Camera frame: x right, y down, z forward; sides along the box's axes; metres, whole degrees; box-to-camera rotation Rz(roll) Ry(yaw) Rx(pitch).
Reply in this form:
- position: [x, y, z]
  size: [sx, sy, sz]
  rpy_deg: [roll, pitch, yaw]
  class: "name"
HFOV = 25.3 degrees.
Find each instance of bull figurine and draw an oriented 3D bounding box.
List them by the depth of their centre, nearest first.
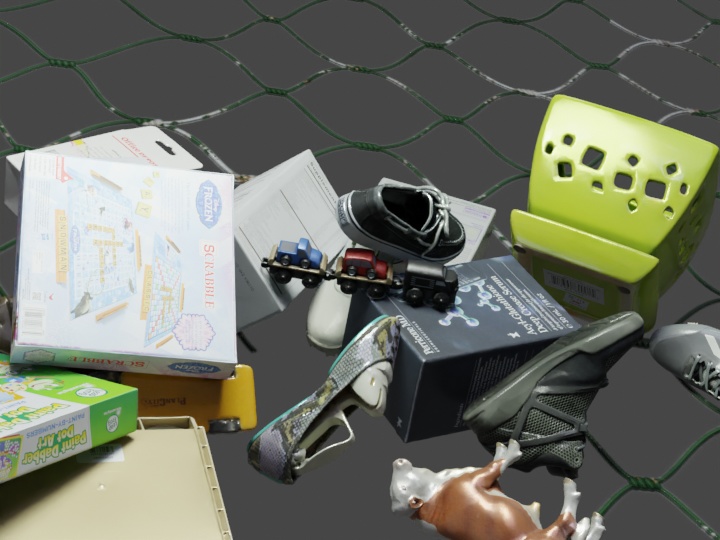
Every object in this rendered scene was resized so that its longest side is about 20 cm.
- position: [0.123, 0.220, 1.462]
  size: [0.200, 0.065, 0.121]
  rpy_deg: [36, 72, 23]
  class: "bull figurine"

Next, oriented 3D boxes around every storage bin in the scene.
- position: [-0.222, 0.215, 1.356]
  size: [0.200, 0.094, 0.199]
  rpy_deg: [0, 33, -16]
  class: "storage bin"

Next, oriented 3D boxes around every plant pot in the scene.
- position: [0.274, -0.050, 1.801]
  size: [0.200, 0.199, 0.182]
  rpy_deg: [21, 68, 17]
  class: "plant pot"

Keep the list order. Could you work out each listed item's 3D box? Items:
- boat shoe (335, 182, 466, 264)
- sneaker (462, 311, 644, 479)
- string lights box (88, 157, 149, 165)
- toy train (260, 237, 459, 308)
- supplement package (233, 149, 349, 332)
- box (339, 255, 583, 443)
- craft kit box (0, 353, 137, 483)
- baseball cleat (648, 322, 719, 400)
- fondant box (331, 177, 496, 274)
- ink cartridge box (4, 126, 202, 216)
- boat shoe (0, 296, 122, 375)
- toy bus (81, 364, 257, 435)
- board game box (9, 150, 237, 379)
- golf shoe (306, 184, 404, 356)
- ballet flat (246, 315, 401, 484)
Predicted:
- position: [0.060, -0.054, 1.642]
  size: [0.199, 0.068, 0.074]
  rpy_deg: [19, 55, -49]
  class: "boat shoe"
- position: [0.210, 0.128, 1.575]
  size: [0.199, 0.114, 0.076]
  rpy_deg: [-37, 5, -3]
  class: "sneaker"
- position: [-0.266, -0.013, 1.598]
  size: [0.103, 0.200, 0.059]
  rpy_deg: [-3, 34, -21]
  class: "string lights box"
- position: [0.000, 0.000, 1.605]
  size: [0.200, 0.046, 0.034]
  rpy_deg: [9, 33, 1]
  class: "toy train"
- position: [-0.107, -0.028, 1.718]
  size: [0.109, 0.114, 0.200]
  rpy_deg: [-24, 13, 34]
  class: "supplement package"
- position: [0.103, 0.077, 1.657]
  size: [0.200, 0.107, 0.148]
  rpy_deg: [-9, 38, -28]
  class: "box"
- position: [-0.325, 0.120, 1.347]
  size: [0.197, 0.049, 0.200]
  rpy_deg: [14, 16, 28]
  class: "craft kit box"
- position: [0.399, 0.119, 1.715]
  size: [0.200, 0.070, 0.106]
  rpy_deg: [19, 33, 14]
  class: "baseball cleat"
- position: [0.062, -0.023, 1.849]
  size: [0.144, 0.058, 0.200]
  rpy_deg: [17, 32, 10]
  class: "fondant box"
- position: [-0.294, -0.099, 1.851]
  size: [0.200, 0.068, 0.116]
  rpy_deg: [-18, 42, -35]
  class: "ink cartridge box"
- position: [-0.273, 0.090, 1.560]
  size: [0.201, 0.066, 0.072]
  rpy_deg: [27, 73, -1]
  class: "boat shoe"
- position: [-0.200, 0.127, 1.489]
  size: [0.200, 0.078, 0.065]
  rpy_deg: [-3, 79, -15]
  class: "toy bus"
- position: [-0.214, -0.005, 1.469]
  size: [0.199, 0.041, 0.200]
  rpy_deg: [6, 61, -17]
  class: "board game box"
- position: [-0.002, -0.007, 1.705]
  size: [0.078, 0.097, 0.200]
  rpy_deg: [23, 69, 17]
  class: "golf shoe"
- position: [-0.017, 0.130, 1.523]
  size: [0.200, 0.072, 0.072]
  rpy_deg: [-44, 54, -14]
  class: "ballet flat"
